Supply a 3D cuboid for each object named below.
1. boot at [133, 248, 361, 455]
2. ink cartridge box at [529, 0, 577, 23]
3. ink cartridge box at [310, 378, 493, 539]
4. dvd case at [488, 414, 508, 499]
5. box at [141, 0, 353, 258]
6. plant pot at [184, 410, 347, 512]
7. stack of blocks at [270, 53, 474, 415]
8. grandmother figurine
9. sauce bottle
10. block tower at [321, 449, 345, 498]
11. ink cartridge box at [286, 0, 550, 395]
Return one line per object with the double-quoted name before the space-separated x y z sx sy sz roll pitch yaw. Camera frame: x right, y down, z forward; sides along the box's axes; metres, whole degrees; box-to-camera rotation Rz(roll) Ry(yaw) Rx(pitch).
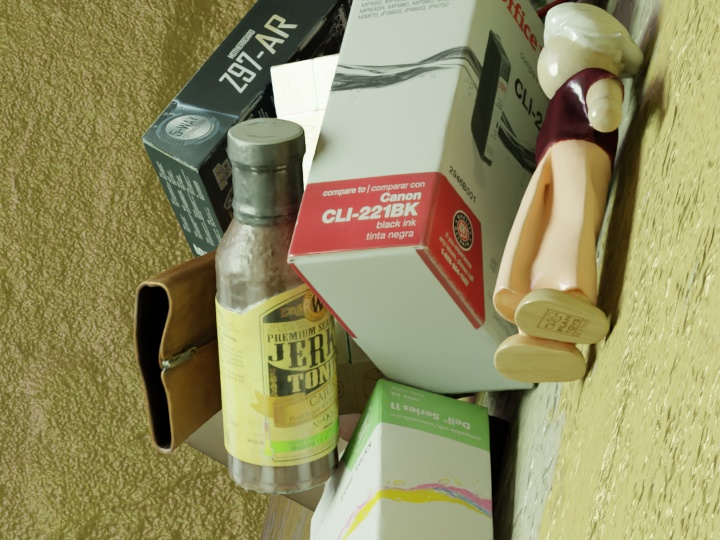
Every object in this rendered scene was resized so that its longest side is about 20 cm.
"boot" -0.049 0.054 1.375 0.200 0.068 0.188 -40 -43 -49
"ink cartridge box" 0.085 -0.162 1.397 0.109 0.050 0.200 -31 -1 -18
"ink cartridge box" 0.018 0.166 1.228 0.200 0.067 0.117 -89 19 -54
"dvd case" 0.043 0.176 1.374 0.200 0.018 0.143 118 166 -69
"box" -0.044 -0.074 1.433 0.160 0.044 0.200 -52 -26 -18
"plant pot" -0.049 0.096 1.860 0.200 0.175 0.200 -164 90 -87
"stack of blocks" 0.015 -0.022 1.360 0.115 0.059 0.200 -8 -90 -59
"grandmother figurine" 0.102 -0.050 1.149 0.121 0.061 0.200 124 160 -52
"sauce bottle" -0.046 0.020 1.261 0.065 0.065 0.200 -83 -9 -66
"block tower" 0.010 0.140 1.450 0.200 0.054 0.058 128 158 -81
"ink cartridge box" 0.046 -0.054 1.274 0.144 0.084 0.200 51 -138 -46
